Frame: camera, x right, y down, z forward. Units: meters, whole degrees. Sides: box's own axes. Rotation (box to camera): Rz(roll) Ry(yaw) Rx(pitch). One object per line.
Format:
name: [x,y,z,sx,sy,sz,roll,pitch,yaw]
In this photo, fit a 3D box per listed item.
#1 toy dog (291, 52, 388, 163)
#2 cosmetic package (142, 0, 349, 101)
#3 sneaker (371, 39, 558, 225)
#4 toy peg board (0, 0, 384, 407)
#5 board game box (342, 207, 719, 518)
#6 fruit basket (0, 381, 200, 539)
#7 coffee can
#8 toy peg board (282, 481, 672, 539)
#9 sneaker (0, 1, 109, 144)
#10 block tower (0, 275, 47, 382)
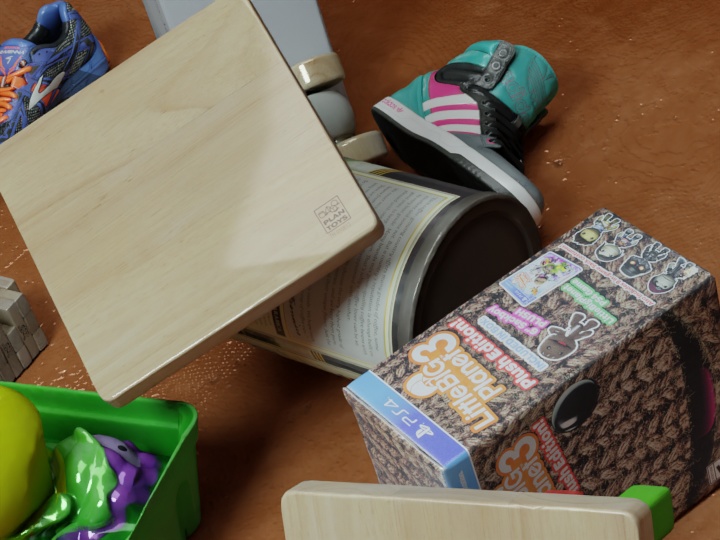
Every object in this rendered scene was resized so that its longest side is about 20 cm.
toy dog: [-0.082,-0.096,1.501,0.200,0.096,0.132,0,75,-22]
cosmetic package: [-0.111,-0.226,1.588,0.123,0.200,0.200,-23,38,-7]
sneaker: [0.105,-0.106,1.458,0.121,0.084,0.200,-38,40,-9]
toy peg board: [-0.101,-0.035,1.254,0.200,0.098,0.199,-33,64,6]
board game box: [0.113,0.091,1.151,0.200,0.160,0.097,-34,41,-18]
fruit basket: [-0.217,0.120,1.218,0.215,0.216,0.156,4,44,26]
coffee can: [0.000,0.000,1.315,0.200,0.147,0.146,17,50,36]
toy peg board: [0.080,0.200,1.023,0.199,0.200,0.098,-1,12,32]
sneaker: [-0.290,-0.154,1.659,0.075,0.079,0.200,5,44,26]
block tower: [-0.305,0.088,1.408,0.054,0.058,0.200,11,48,33]
